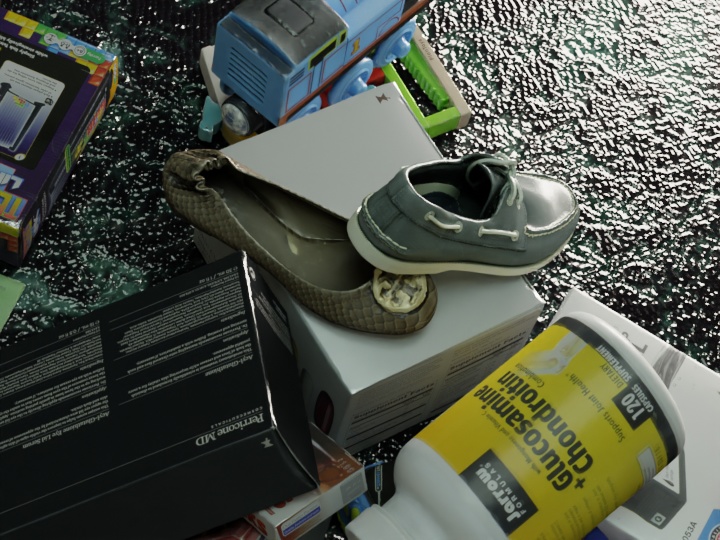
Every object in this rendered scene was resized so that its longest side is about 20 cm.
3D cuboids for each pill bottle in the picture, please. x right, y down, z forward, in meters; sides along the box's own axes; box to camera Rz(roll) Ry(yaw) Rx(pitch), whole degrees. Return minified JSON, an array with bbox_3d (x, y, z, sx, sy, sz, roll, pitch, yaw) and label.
[{"bbox_3d":[0.092,0.125,1.116,0.200,0.112,0.112,-38,72,-12],"label":"pill bottle"}]

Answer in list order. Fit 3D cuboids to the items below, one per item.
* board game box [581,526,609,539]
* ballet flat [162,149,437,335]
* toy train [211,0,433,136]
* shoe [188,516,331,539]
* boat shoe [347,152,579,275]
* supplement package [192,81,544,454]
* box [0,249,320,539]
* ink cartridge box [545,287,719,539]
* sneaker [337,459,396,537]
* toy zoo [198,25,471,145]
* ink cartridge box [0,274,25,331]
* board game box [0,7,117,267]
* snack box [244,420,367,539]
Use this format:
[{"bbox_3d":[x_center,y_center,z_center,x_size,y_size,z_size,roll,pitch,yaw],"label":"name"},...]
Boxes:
[{"bbox_3d":[0.147,0.296,1.113,0.200,0.041,0.200,45,59,-10],"label":"board game box"},{"bbox_3d":[-0.039,-0.023,1.173,0.199,0.046,0.068,31,61,9],"label":"ballet flat"},{"bbox_3d":[-0.024,-0.175,1.330,0.087,0.115,0.200,41,61,14],"label":"toy train"},{"bbox_3d":[-0.090,0.183,1.156,0.090,0.072,0.200,18,46,17],"label":"shoe"},{"bbox_3d":[0.081,-0.041,1.188,0.199,0.062,0.073,-7,54,-42],"label":"boat shoe"},{"bbox_3d":[0.000,0.000,1.260,0.155,0.111,0.201,-23,66,-23],"label":"supplement package"},{"bbox_3d":[-0.138,0.095,1.135,0.199,0.079,0.142,-21,47,10],"label":"box"},{"bbox_3d":[0.186,0.129,1.234,0.199,0.084,0.145,31,60,8],"label":"ink cartridge box"},{"bbox_3d":[0.064,0.199,1.177,0.082,0.071,0.200,-30,66,-18],"label":"sneaker"},{"bbox_3d":[-0.032,-0.133,1.384,0.199,0.021,0.132,-22,66,-22],"label":"toy zoo"},{"bbox_3d":[-0.303,0.057,1.195,0.103,0.059,0.201,21,58,2],"label":"ink cartridge box"},{"bbox_3d":[-0.295,-0.115,1.302,0.199,0.057,0.166,23,60,2],"label":"board game box"},{"bbox_3d":[-0.084,0.102,1.186,0.072,0.024,0.200,-32,44,-25],"label":"snack box"}]
